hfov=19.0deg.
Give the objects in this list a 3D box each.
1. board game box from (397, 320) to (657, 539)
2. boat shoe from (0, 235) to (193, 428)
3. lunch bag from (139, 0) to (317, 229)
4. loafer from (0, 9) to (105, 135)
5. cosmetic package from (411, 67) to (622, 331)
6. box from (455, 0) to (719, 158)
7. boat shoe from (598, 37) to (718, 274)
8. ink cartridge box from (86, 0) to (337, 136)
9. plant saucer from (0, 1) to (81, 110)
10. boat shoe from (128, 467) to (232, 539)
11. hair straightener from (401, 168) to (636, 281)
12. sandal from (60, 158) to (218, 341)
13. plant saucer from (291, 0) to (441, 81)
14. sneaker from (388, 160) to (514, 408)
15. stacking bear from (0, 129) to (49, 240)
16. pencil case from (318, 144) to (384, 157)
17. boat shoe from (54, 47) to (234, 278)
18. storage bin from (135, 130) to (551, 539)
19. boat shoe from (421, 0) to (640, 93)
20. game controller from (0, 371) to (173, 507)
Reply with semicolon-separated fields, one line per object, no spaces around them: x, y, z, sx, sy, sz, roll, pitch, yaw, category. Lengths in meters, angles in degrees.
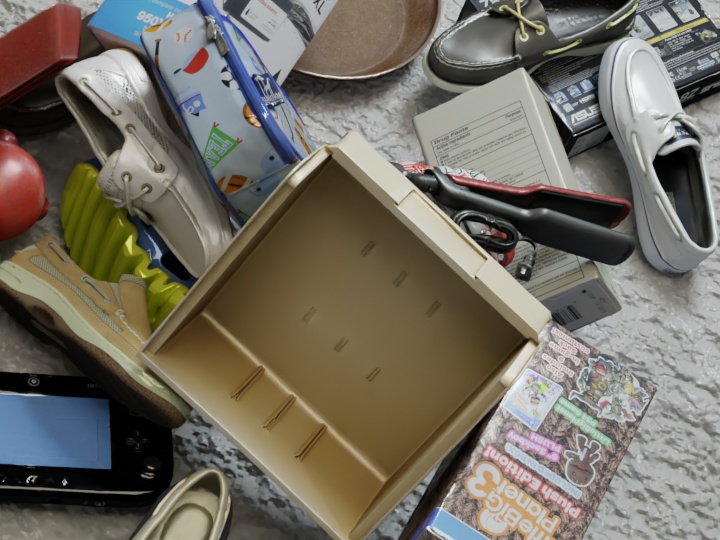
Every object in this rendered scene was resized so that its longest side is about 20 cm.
0.102;0.163;1.504;0.097;0.160;0.200;32;54;1;board game box
-0.180;0.034;1.533;0.200;0.072;0.076;36;69;27;boat shoe
-0.081;-0.103;1.542;0.075;0.200;0.161;-29;59;4;lunch bag
-0.217;-0.174;1.689;0.200;0.071;0.073;-30;70;-30;loafer
0.121;-0.046;1.679;0.105;0.071;0.201;-23;61;13;cosmetic package
0.205;-0.196;1.841;0.199;0.049;0.162;-25;70;-28;box
0.252;-0.100;1.747;0.073;0.065;0.201;-12;81;-27;boat shoe
-0.100;-0.215;1.660;0.084;0.145;0.200;24;72;31;ink cartridge box
-0.283;-0.123;1.538;0.199;0.200;0.037;-32;96;1;plant saucer
-0.144;0.222;1.458;0.071;0.063;0.200;30;56;2;boat shoe
0.113;-0.034;1.555;0.199;0.041;0.077;14;49;-25;hair straightener
-0.149;-0.004;1.603;0.087;0.080;0.200;-20;67;-45;sandal
-0.032;-0.231;1.803;0.199;0.037;0.201;7;57;-11;plant saucer
0.072;0.006;1.569;0.107;0.067;0.202;1;56;-28;sneaker
-0.308;-0.026;1.535;0.200;0.113;0.122;-41;106;-39;stacking bear
0.000;0.000;1.631;0.088;0.089;0.201;-2;58;-17;pencil case
-0.160;-0.070;1.553;0.069;0.071;0.200;-19;64;-34;boat shoe
-0.007;0.045;1.451;0.200;0.199;0.094;43;29;1;storage bin
0.142;-0.202;1.763;0.200;0.061;0.072;-20;65;-24;boat shoe
-0.232;0.117;1.514;0.199;0.042;0.105;4;57;-14;game controller
